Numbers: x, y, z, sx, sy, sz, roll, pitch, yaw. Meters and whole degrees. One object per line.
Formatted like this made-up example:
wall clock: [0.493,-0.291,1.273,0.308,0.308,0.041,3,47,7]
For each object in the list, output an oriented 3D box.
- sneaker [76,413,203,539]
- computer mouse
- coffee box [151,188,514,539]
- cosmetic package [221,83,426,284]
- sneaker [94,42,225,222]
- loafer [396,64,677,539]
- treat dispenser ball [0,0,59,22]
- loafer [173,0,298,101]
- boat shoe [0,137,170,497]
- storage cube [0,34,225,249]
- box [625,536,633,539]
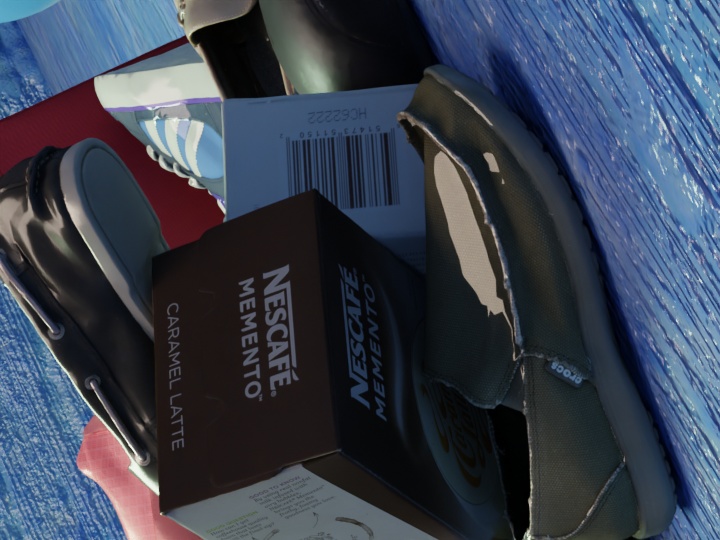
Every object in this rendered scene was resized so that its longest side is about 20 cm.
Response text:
sneaker: [-0.047,0.126,1.096,0.201,0.087,0.074,53,-152,6]
computer mouse: [-0.026,-0.129,1.099,0.139,0.052,0.201,83,161,-63]
coffee box: [0.004,0.069,1.009,0.200,0.079,0.115,38,-142,-51]
cosmetic package: [0.000,0.000,1.088,0.200,0.101,0.072,84,-178,-64]
sneaker: [-0.064,-0.047,1.349,0.200,0.080,0.147,2,112,56]
loafer: [0.055,0.021,0.950,0.201,0.069,0.075,67,172,-11]
treat dispenser ball: [-0.249,-0.258,1.629,0.202,0.200,0.201,63,172,16]
loafer: [-0.051,-0.111,1.212,0.072,0.063,0.201,-34,83,50]
boat shoe: [-0.086,0.039,1.008,0.201,0.057,0.067,63,-153,-21]
storage cube: [-0.097,-0.008,1.472,0.201,0.179,0.171,60,170,28]
box: [0.100,0.164,1.159,0.201,0.051,0.158,77,166,-53]
